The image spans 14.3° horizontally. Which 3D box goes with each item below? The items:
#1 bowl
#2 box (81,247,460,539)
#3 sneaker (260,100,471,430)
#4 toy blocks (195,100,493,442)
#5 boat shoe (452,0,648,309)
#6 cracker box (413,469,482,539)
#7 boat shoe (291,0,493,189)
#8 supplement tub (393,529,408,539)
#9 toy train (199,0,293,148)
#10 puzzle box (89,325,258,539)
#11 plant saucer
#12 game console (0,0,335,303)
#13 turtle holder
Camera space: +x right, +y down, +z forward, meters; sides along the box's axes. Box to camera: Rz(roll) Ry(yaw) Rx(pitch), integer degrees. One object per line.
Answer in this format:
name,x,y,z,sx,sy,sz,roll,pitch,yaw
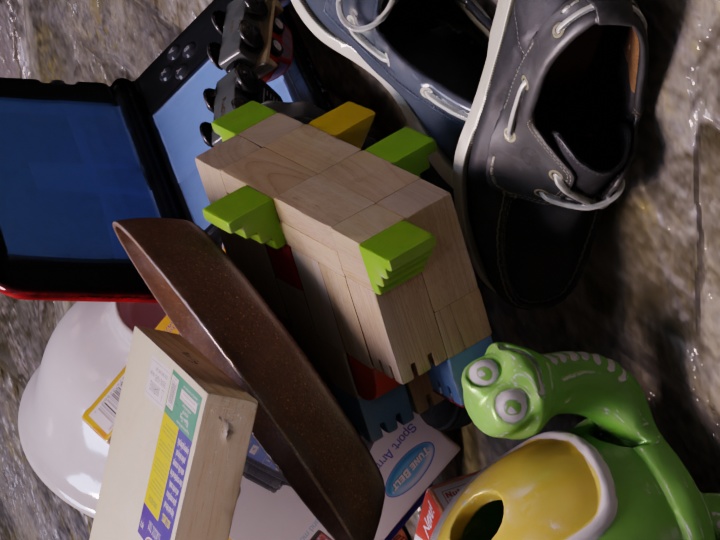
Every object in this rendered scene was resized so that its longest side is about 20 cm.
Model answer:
bowl,-0.091,0.052,1.597,0.201,0.201,0.090,51,148,44
box,-0.037,0.093,1.516,0.200,0.119,0.041,42,177,-31
sneaker,0.001,0.001,1.468,0.060,0.104,0.200,37,138,55
toy blocks,-0.001,0.013,1.335,0.200,0.100,0.137,28,142,54
boat shoe,0.087,-0.053,1.269,0.068,0.072,0.200,-121,28,-42
cracker box,0.090,0.216,1.464,0.200,0.058,0.134,61,156,31
boat shoe,0.025,-0.118,1.371,0.200,0.075,0.062,58,154,32
supplement tub,-0.071,0.201,1.651,0.123,0.200,0.123,50,149,46
toy train,-0.055,-0.122,1.514,0.034,0.046,0.200,-35,32,27
puzzle box,-0.092,0.106,1.329,0.200,0.025,0.133,-149,72,-74
plant saucer,-0.047,0.050,1.355,0.200,0.034,0.200,53,172,10
game console,-0.118,-0.079,1.543,0.172,0.119,0.200,-44,40,17
turtle holder,0.098,0.133,1.292,0.141,0.132,0.186,56,152,39
